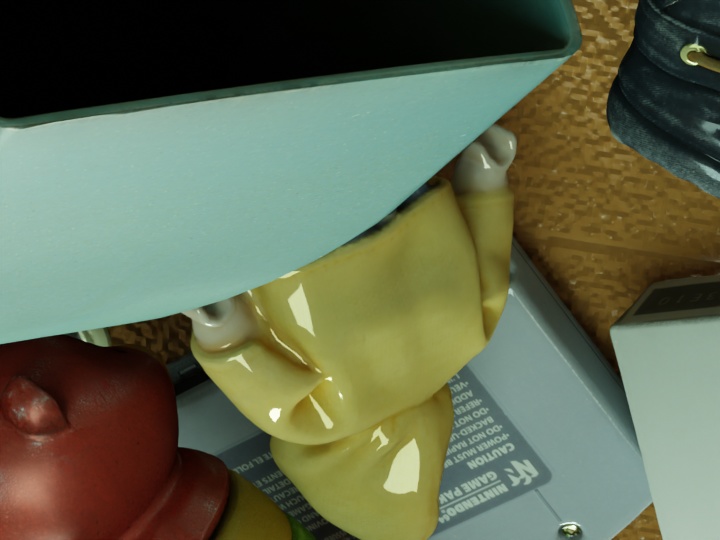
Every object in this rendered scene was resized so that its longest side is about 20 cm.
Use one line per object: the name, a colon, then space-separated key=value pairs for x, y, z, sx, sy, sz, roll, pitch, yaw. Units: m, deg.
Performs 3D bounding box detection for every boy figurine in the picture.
boy figurine: x=0.000 y=0.000 z=0.811 sx=0.064 sy=0.124 sz=0.201 roll=34 pitch=148 yaw=39

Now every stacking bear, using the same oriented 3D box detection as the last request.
stacking bear: x=-0.060 y=0.103 z=0.858 sx=0.201 sy=0.114 sz=0.121 roll=55 pitch=160 yaw=-21

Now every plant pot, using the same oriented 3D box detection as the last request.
plant pot: x=-0.067 y=-0.062 z=0.655 sx=0.140 sy=0.142 sz=0.200 roll=-9 pitch=160 yaw=-26

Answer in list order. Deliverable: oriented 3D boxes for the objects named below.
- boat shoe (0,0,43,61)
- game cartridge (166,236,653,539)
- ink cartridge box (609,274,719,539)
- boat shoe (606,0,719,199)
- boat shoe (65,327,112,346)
boat shoe: x=-0.120 y=-0.080 z=0.788 sx=0.072 sy=0.063 sz=0.200 roll=6 pitch=153 yaw=16
game cartridge: x=0.000 y=0.071 z=0.929 sx=0.199 sy=0.042 sz=0.133 roll=-27 pitch=120 yaw=25
ink cartridge box: x=0.193 y=0.080 z=0.849 sx=0.199 sy=0.044 sz=0.175 roll=-6 pitch=108 yaw=30
boat shoe: x=0.170 y=-0.049 z=0.747 sx=0.199 sy=0.071 sz=0.091 roll=20 pitch=128 yaw=1
boat shoe: x=-0.146 y=-0.016 z=0.841 sx=0.072 sy=0.066 sz=0.201 roll=32 pitch=163 yaw=38
